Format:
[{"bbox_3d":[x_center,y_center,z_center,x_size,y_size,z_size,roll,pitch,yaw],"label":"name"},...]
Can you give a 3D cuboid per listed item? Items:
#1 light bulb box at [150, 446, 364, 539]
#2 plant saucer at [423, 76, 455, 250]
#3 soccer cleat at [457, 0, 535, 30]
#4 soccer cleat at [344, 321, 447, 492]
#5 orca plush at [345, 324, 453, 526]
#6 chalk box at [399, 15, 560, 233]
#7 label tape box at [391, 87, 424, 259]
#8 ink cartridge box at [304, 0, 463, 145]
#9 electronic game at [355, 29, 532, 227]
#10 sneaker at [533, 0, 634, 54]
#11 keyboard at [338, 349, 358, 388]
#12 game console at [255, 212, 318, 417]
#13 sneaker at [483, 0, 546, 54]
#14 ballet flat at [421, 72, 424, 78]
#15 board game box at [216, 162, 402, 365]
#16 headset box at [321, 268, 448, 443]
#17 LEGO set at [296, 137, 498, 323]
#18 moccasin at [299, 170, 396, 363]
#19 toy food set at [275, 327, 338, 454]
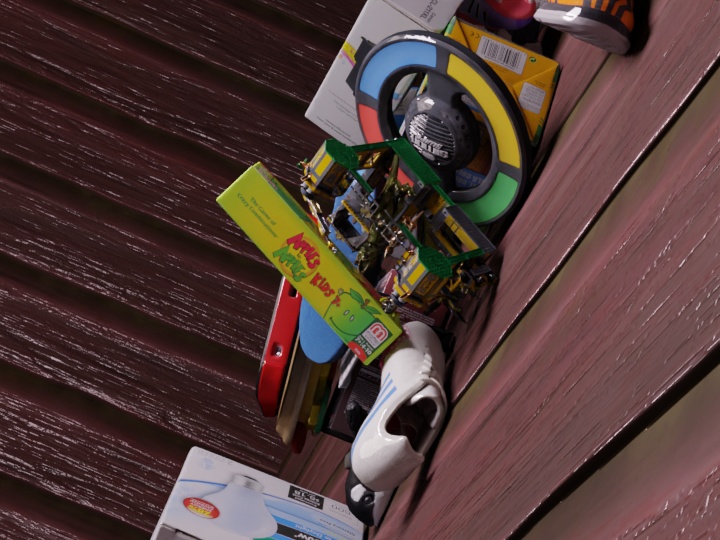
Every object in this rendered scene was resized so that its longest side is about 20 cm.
[{"bbox_3d":[-0.108,0.288,1.437,0.200,0.197,0.126,-84,16,-77],"label":"light bulb box"},{"bbox_3d":[0.102,-0.146,1.797,0.200,0.047,0.201,-82,-10,-61],"label":"plant saucer"},{"bbox_3d":[0.140,-0.298,1.671,0.200,0.066,0.077,-123,36,-54],"label":"soccer cleat"},{"bbox_3d":[0.051,0.112,1.326,0.086,0.070,0.201,-35,22,39],"label":"soccer cleat"},{"bbox_3d":[0.021,0.140,1.444,0.105,0.071,0.201,-81,14,-78],"label":"orca plush"},{"bbox_3d":[0.102,-0.130,1.528,0.201,0.124,0.124,115,178,-51],"label":"chalk box"},{"bbox_3d":[0.042,-0.092,1.751,0.145,0.063,0.201,-81,-10,-57],"label":"label tape box"},{"bbox_3d":[0.036,-0.244,1.598,0.146,0.083,0.200,-57,0,-42],"label":"ink cartridge box"},{"bbox_3d":[0.075,-0.129,1.394,0.042,0.200,0.200,-40,-15,-36],"label":"electronic game"},{"bbox_3d":[0.190,-0.237,1.178,0.200,0.077,0.113,-79,11,-76],"label":"sneaker"},{"bbox_3d":[-0.006,0.071,1.578,0.200,0.011,0.057,-88,21,-77],"label":"keyboard"},{"bbox_3d":[-0.078,0.050,1.605,0.177,0.031,0.202,110,174,-76],"label":"game console"},{"bbox_3d":[0.165,-0.260,1.759,0.130,0.079,0.200,-52,23,45],"label":"sneaker"},{"bbox_3d":[0.135,-0.219,1.633,0.200,0.067,0.064,26,102,60],"label":"ballet flat"},{"bbox_3d":[-0.045,-0.009,1.383,0.048,0.200,0.102,-42,5,3],"label":"board game box"},{"bbox_3d":[0.029,0.092,1.622,0.149,0.077,0.201,135,156,-82],"label":"headset box"},{"bbox_3d":[0.020,-0.024,1.366,0.116,0.200,0.154,-52,-13,32],"label":"LEGO set"},{"bbox_3d":[0.000,0.000,1.499,0.068,0.080,0.201,-3,-62,-55],"label":"moccasin"},{"bbox_3d":[-0.052,0.104,1.668,0.200,0.048,0.200,122,162,-80],"label":"toy food set"}]
